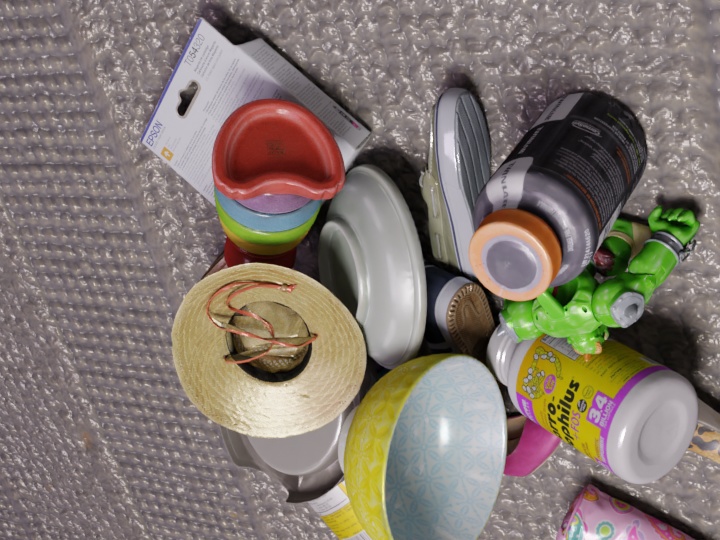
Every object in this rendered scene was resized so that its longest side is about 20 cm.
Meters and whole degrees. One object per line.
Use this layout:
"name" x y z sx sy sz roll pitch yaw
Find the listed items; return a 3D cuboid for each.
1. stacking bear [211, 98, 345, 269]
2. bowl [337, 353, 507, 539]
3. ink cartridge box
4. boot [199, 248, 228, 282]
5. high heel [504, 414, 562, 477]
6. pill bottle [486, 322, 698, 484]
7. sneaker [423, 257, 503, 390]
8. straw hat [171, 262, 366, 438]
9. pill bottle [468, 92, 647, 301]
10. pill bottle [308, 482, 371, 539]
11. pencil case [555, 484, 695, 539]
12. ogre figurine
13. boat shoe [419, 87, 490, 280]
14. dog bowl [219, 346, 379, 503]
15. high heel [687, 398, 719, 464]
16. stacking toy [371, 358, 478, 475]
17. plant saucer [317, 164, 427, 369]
"stacking bear" -0.091 -0.059 1.146 0.120 0.115 0.201 -1 145 -12
"bowl" 0.043 0.173 1.121 0.107 0.200 0.202 7 126 39
"ink cartridge box" -0.112 -0.135 1.203 0.200 0.043 0.197 42 136 1
"boot" -0.106 0.052 1.316 0.154 0.074 0.200 36 149 5
"high heel" 0.137 0.170 1.244 0.096 0.068 0.200 37 149 -9
"pill bottle" 0.206 0.108 1.090 0.199 0.104 0.105 30 141 50
"sneaker" 0.083 0.064 1.203 0.108 0.070 0.201 29 151 36
"straw hat" -0.088 0.058 1.158 0.198 0.085 0.203 -1 120 -1
"pill bottle" 0.158 -0.058 0.969 0.105 0.200 0.107 17 130 22
"pill bottle" -0.017 0.233 1.359 0.201 0.113 0.112 50 134 -9
"pencil case" 0.301 0.303 1.219 0.198 0.087 0.088 29 133 14
"ogre figurine" 0.193 0.009 1.045 0.198 0.120 0.099 6 136 29
"boat shoe" 0.084 -0.076 1.097 0.061 0.072 0.202 10 129 28
"dog bowl" -0.061 0.138 1.235 0.198 0.058 0.203 0 90 37
"high heel" 0.326 0.182 1.118 0.198 0.071 0.144 -17 105 31
"stacking toy" 0.063 0.155 1.242 0.199 0.085 0.086 35 136 25
"plant saucer" 0.000 0.000 1.146 0.200 0.050 0.203 170 90 -67
